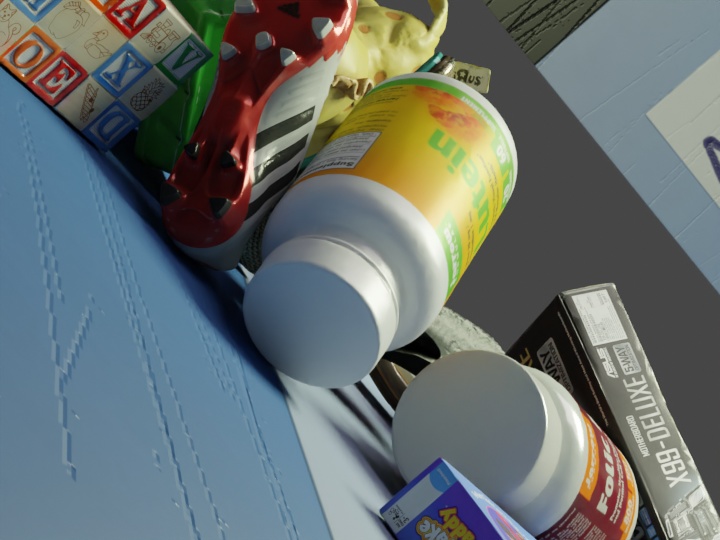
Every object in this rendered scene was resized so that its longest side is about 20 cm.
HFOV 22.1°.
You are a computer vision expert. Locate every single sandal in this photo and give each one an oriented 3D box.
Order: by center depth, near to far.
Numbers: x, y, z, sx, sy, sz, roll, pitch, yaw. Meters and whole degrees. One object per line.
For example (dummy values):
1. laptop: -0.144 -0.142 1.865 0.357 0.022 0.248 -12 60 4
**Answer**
1. sandal: 0.032 0.025 1.167 0.200 0.048 0.076 29 46 -34
2. sandal: 0.071 0.119 1.336 0.200 0.054 0.082 56 4 -2

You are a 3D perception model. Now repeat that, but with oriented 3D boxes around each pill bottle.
1. pill bottle: 0.010 -0.023 1.063 0.111 0.111 0.200 48 39 -11
2. pill bottle: 0.097 0.124 1.141 0.114 0.114 0.200 51 4 29

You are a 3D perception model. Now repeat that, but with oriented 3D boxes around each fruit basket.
1. fruit basket: -0.092 -0.137 1.190 0.093 0.186 0.200 9 18 -11

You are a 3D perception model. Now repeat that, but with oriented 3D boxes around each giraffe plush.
1. giraffe plush: -0.029 -0.146 1.363 0.162 0.199 0.174 -8 95 -56

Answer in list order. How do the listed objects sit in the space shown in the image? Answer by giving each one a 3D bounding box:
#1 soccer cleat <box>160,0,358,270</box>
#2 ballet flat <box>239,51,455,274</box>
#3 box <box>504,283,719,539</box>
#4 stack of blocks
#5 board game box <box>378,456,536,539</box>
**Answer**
1. soccer cleat: -0.055 -0.092 1.067 0.068 0.201 0.085 19 -18 16
2. ballet flat: -0.005 -0.061 1.201 0.075 0.200 0.068 55 16 -8
3. box: 0.165 0.133 1.298 0.201 0.050 0.158 68 -28 20
4. stack of blocks: -0.158 -0.161 0.991 0.059 0.115 0.200 51 3 33
5. board game box: 0.100 0.194 0.997 0.135 0.045 0.200 52 4 37
